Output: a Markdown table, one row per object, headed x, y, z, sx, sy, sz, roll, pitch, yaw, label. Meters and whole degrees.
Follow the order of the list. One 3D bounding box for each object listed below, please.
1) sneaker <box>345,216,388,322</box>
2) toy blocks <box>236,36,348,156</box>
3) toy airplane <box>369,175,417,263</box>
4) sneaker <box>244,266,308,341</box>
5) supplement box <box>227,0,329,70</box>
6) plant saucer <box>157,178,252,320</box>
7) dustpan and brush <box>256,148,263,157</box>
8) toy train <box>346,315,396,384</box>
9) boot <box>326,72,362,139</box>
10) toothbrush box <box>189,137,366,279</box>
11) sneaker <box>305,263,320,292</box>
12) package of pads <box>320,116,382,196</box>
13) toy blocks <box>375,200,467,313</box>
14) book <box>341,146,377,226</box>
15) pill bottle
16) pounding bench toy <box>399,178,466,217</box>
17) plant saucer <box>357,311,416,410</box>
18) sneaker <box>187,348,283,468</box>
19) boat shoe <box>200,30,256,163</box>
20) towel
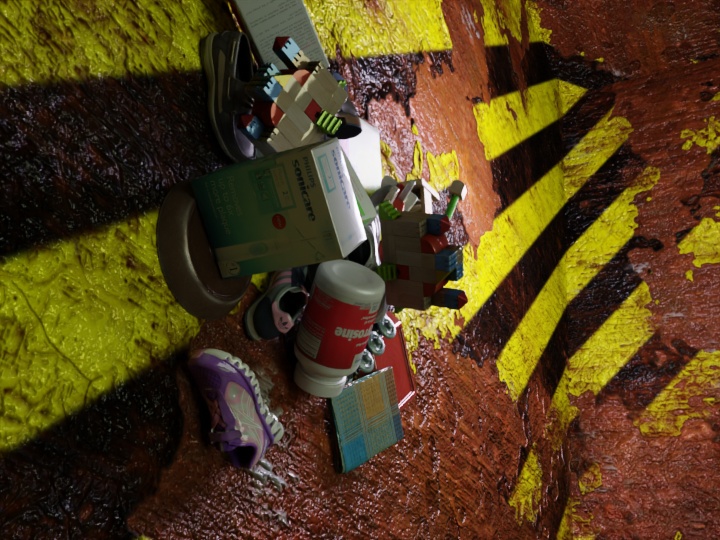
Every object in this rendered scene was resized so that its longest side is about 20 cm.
| x | y | z | sx | sy | sz | roll | pitch | yaw | label |
| --- | --- | --- | --- | --- | --- | --- | --- | --- | --- |
| 0.000 | 0.000 | 1.315 | 0.082 | 0.074 | 0.202 | -47 | 131 | -63 | sneaker |
| -0.109 | -0.248 | 1.147 | 0.137 | 0.099 | 0.201 | 43 | 72 | -39 | toy blocks |
| 0.026 | -0.090 | 1.424 | 0.200 | 0.139 | 0.202 | -85 | -168 | -65 | toy airplane |
| -0.107 | 0.034 | 1.217 | 0.071 | 0.081 | 0.201 | 60 | 33 | -30 | sneaker |
| -0.140 | -0.401 | 1.226 | 0.201 | 0.103 | 0.101 | 64 | -6 | -29 | supplement box |
| -0.207 | -0.032 | 1.094 | 0.200 | 0.034 | 0.203 | 28 | 58 | -57 | plant saucer |
| -0.142 | -0.186 | 1.262 | 0.139 | 0.057 | 0.203 | 15 | 62 | -69 | dustpan and brush |
| -0.014 | 0.115 | 1.380 | 0.114 | 0.085 | 0.200 | 50 | 37 | -8 | toy train |
| -0.075 | -0.293 | 1.313 | 0.199 | 0.074 | 0.098 | 13 | 62 | -56 | boot |
| -0.109 | -0.081 | 1.045 | 0.085 | 0.198 | 0.148 | -42 | 119 | -59 | toothbrush box |
| -0.068 | -0.053 | 1.304 | 0.107 | 0.074 | 0.202 | 77 | 8 | -61 | sneaker |
| -0.028 | -0.220 | 1.472 | 0.199 | 0.067 | 0.157 | 17 | 68 | -62 | package of pads |
| 0.107 | -0.014 | 1.272 | 0.100 | 0.135 | 0.202 | -31 | 121 | -50 | toy blocks |
| -0.082 | -0.107 | 1.210 | 0.199 | 0.048 | 0.134 | -21 | 75 | -36 | book |
| -0.041 | 0.094 | 1.225 | 0.112 | 0.111 | 0.202 | -29 | 140 | -62 | pill bottle |
| 0.125 | -0.092 | 1.578 | 0.124 | 0.198 | 0.158 | 27 | 57 | -66 | pounding bench toy |
| 0.055 | 0.200 | 1.543 | 0.200 | 0.036 | 0.202 | -27 | 106 | -62 | plant saucer |
| -0.176 | 0.193 | 1.044 | 0.089 | 0.080 | 0.201 | -59 | 135 | -41 | sneaker |
| -0.185 | -0.262 | 1.163 | 0.074 | 0.073 | 0.203 | -23 | 103 | -63 | boat shoe |
| 0.010 | 0.268 | 1.407 | 0.199 | 0.022 | 0.149 | -15 | 97 | -54 | towel |
